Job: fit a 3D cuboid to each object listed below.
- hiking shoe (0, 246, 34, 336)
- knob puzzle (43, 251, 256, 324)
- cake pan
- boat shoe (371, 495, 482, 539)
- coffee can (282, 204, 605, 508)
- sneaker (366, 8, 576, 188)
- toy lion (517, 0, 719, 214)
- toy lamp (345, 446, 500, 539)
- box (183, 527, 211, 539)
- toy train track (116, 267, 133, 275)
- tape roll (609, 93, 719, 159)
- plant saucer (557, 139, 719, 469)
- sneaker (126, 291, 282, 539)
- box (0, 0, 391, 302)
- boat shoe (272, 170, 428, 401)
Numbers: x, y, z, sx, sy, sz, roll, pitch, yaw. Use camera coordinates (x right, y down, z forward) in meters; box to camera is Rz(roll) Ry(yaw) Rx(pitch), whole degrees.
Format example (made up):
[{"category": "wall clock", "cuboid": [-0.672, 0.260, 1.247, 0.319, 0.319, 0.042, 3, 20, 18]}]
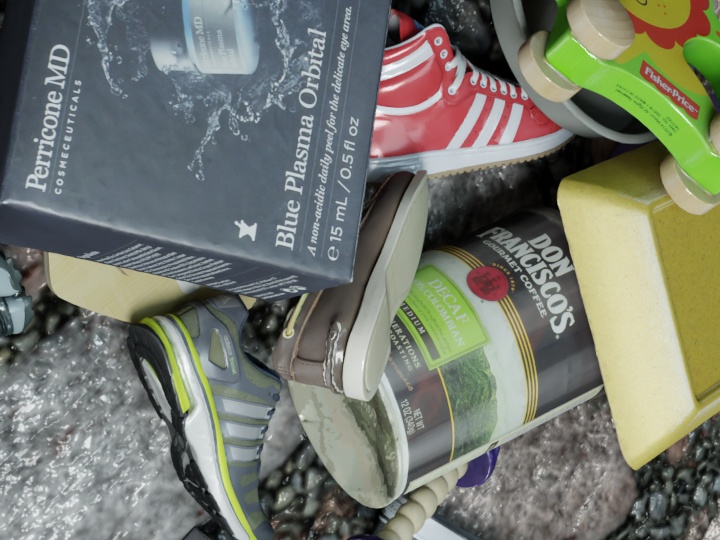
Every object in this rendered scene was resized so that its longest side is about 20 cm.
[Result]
[{"category": "hiking shoe", "cuboid": [-0.262, -0.026, 0.785, 0.086, 0.074, 0.202, -38, 119, -20]}, {"category": "knob puzzle", "cuboid": [-0.121, -0.053, 0.895, 0.217, 0.030, 0.223, -13, 113, -31]}, {"category": "cake pan", "cuboid": [0.164, -0.185, 1.003, 0.198, 0.036, 0.204, 12, 71, -38]}, {"category": "boat shoe", "cuboid": [0.078, 0.244, 1.086, 0.199, 0.072, 0.071, 37, 89, -23]}, {"category": "coffee can", "cuboid": [0.065, 0.057, 0.975, 0.198, 0.146, 0.148, -23, 113, -26]}, {"category": "sneaker", "cuboid": [0.073, -0.132, 0.979, 0.198, 0.071, 0.114, -15, 113, -27]}, {"category": "toy lion", "cuboid": [0.194, -0.164, 0.942, 0.199, 0.069, 0.193, 37, 46, -13]}, {"category": "toy lamp", "cuboid": [0.049, 0.159, 1.002, 0.200, 0.057, 0.059, -40, 125, -54]}, {"category": "box", "cuboid": [-0.103, 0.306, 0.987, 0.158, 0.048, 0.201, -46, 122, -15]}, {"category": "toy train track", "cuboid": [-0.093, -0.082, 0.868, 0.201, 0.032, 0.115, -52, 120, -16]}, {"category": "tape roll", "cuboid": [0.288, -0.039, 1.134, 0.198, 0.085, 0.203, -9, 108, -31]}, {"category": "plant saucer", "cuboid": [0.231, 0.010, 0.974, 0.199, 0.048, 0.203, -22, 99, -45]}, {"category": "sneaker", "cuboid": [-0.083, 0.103, 0.924, 0.080, 0.074, 0.202, -30, 128, -22]}, {"category": "box", "cuboid": [-0.098, -0.102, 0.774, 0.197, 0.117, 0.200, 12, 80, -24]}, {"category": "boat shoe", "cuboid": [0.000, 0.000, 0.872, 0.201, 0.059, 0.073, -69, 161, -48]}]
